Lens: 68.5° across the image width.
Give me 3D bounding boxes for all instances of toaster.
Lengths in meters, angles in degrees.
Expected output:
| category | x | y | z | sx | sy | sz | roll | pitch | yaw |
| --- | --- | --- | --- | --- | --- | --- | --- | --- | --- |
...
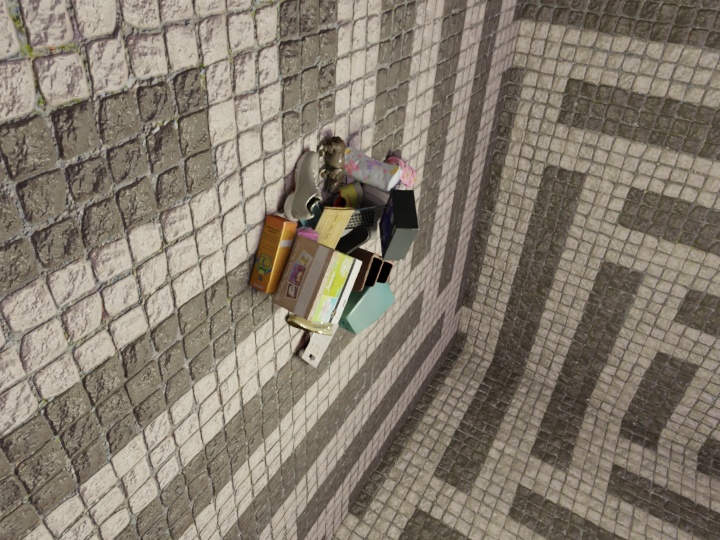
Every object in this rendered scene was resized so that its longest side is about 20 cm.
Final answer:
| category | x | y | z | sx | sy | sz | roll | pitch | yaw |
| --- | --- | --- | --- | --- | --- | --- | --- | --- | --- |
| toaster | 0.069 | -0.262 | 1.831 | 0.201 | 0.128 | 0.114 | -55 | 172 | -30 |

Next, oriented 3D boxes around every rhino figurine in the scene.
| category | x | y | z | sx | sy | sz | roll | pitch | yaw |
| --- | --- | --- | --- | --- | --- | --- | --- | --- | --- |
| rhino figurine | -0.077 | -0.307 | 1.578 | 0.088 | 0.059 | 0.202 | -52 | 154 | -38 |

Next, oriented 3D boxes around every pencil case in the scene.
| category | x | y | z | sx | sy | sz | roll | pitch | yaw |
| --- | --- | --- | --- | --- | --- | --- | --- | --- | --- |
| pencil case | 0.155 | -0.372 | 2.017 | 0.199 | 0.082 | 0.088 | 2 | 107 | -67 |
| pencil case | 0.028 | -0.310 | 1.635 | 0.083 | 0.197 | 0.092 | -34 | 145 | -64 |

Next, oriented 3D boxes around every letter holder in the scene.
| category | x | y | z | sx | sy | sz | roll | pitch | yaw |
| --- | --- | --- | --- | --- | --- | --- | --- | --- | --- |
| letter holder | 0.000 | 0.000 | 1.803 | 0.100 | 0.199 | 0.144 | 20 | 92 | -37 |

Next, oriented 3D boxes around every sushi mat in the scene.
| category | x | y | z | sx | sy | sz | roll | pitch | yaw |
| --- | --- | --- | --- | --- | --- | --- | --- | --- | --- |
| sushi mat | -0.095 | -0.120 | 1.591 | 0.094 | 0.012 | 0.201 | -1 | 144 | -27 |

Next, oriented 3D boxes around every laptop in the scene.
| category | x | y | z | sx | sy | sz | roll | pitch | yaw |
| --- | --- | --- | --- | --- | --- | --- | --- | --- | --- |
| laptop | -0.016 | -0.139 | 1.669 | 0.184 | 0.117 | 0.203 | -9 | 130 | -14 |

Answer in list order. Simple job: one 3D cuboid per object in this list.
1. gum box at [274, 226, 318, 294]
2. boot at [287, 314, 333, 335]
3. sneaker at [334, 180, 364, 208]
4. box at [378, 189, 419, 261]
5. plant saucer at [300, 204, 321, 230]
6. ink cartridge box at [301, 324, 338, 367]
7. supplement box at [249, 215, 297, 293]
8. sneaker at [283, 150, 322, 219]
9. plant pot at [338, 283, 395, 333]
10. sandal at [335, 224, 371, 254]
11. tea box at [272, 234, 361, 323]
| category | x | y | z | sx | sy | sz | roll | pitch | yaw |
| --- | --- | --- | --- | --- | --- | --- | --- | --- | --- |
| gum box | -0.197 | -0.033 | 1.528 | 0.113 | 0.065 | 0.203 | -3 | 112 | -64 |
| boot | -0.152 | 0.125 | 1.752 | 0.199 | 0.071 | 0.158 | 22 | 77 | -48 |
| sneaker | -0.046 | -0.212 | 1.731 | 0.089 | 0.079 | 0.201 | -17 | 147 | -17 |
| box | 0.116 | -0.138 | 1.658 | 0.201 | 0.077 | 0.143 | 111 | -25 | -61 |
| plant saucer | -0.141 | -0.145 | 1.578 | 0.201 | 0.069 | 0.019 | 69 | 6 | -58 |
| ink cartridge box | -0.151 | 0.231 | 1.886 | 0.202 | 0.049 | 0.161 | -61 | 156 | -13 |
| supplement box | -0.237 | -0.043 | 1.433 | 0.069 | 0.066 | 0.204 | -10 | 118 | -64 |
| sneaker | -0.137 | -0.229 | 1.453 | 0.076 | 0.091 | 0.204 | 34 | 70 | -66 |
| plant pot | -0.004 | 0.113 | 1.880 | 0.200 | 0.140 | 0.142 | -49 | 130 | -25 |
| sandal | -0.046 | -0.078 | 1.688 | 0.048 | 0.198 | 0.077 | 4 | 63 | -63 |
| tea box | -0.119 | 0.030 | 1.498 | 0.196 | 0.132 | 0.203 | 17 | 95 | -65 |
